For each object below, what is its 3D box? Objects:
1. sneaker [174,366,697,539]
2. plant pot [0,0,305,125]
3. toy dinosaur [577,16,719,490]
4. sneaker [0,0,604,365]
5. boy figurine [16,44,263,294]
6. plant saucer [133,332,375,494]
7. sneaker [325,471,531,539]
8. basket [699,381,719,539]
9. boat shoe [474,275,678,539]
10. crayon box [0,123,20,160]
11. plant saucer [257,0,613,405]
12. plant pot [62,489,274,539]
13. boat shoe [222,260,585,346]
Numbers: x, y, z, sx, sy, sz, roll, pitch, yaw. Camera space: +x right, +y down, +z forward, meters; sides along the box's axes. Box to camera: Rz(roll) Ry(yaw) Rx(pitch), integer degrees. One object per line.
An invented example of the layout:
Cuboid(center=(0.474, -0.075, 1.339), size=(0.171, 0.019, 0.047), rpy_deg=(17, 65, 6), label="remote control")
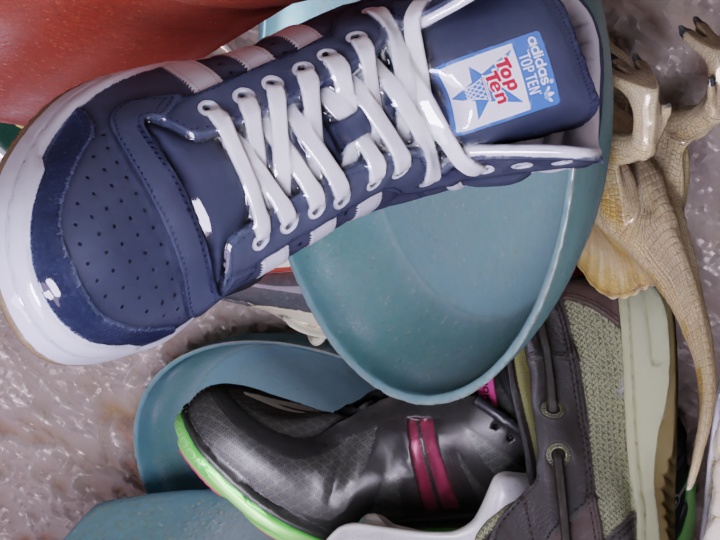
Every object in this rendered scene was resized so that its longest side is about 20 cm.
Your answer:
Cuboid(center=(0.030, 0.063, 1.035), size=(0.198, 0.077, 0.084), rpy_deg=(9, 113, -7), label="sneaker")
Cuboid(center=(-0.072, -0.145, 0.841), size=(0.201, 0.201, 0.195), rpy_deg=(42, 148, -10), label="plant pot")
Cuboid(center=(0.089, -0.029, 0.898), size=(0.200, 0.058, 0.102), rpy_deg=(-124, 35, -44), label="toy dinosaur")
Cuboid(center=(-0.007, -0.036, 0.742), size=(0.108, 0.200, 0.071), rpy_deg=(-12, 101, 35), label="sneaker")
Cuboid(center=(-0.108, -0.075, 0.967), size=(0.200, 0.124, 0.065), rpy_deg=(49, 141, 24), label="boy figurine")
Cuboid(center=(-0.001, 0.096, 1.152), size=(0.199, 0.027, 0.201), rpy_deg=(19, 139, 17), label="plant saucer")
Cuboid(center=(-0.005, 0.133, 0.995), size=(0.199, 0.070, 0.081), rpy_deg=(-24, 89, 9), label="sneaker")
Cuboid(center=(0.172, 0.120, 0.913), size=(0.134, 0.124, 0.200), rpy_deg=(10, 160, 9), label="basket")
Cuboid(center=(0.070, 0.092, 0.917), size=(0.065, 0.202, 0.072), rpy_deg=(3, 153, 2), label="boat shoe")
Cuboid(center=(-0.219, -0.093, 1.087), size=(0.200, 0.051, 0.127), rpy_deg=(44, 139, -13), label="crayon box")
Cuboid(center=(0.027, -0.058, 0.899), size=(0.200, 0.036, 0.202), rpy_deg=(16, 108, 60), label="plant saucer")
Cuboid(center=(-0.062, 0.207, 1.143), size=(0.199, 0.196, 0.197), rpy_deg=(25, 141, 21), label="plant pot")
Cuboid(center=(0.000, 0.000, 1.021), size=(0.199, 0.071, 0.063), rpy_deg=(3, 128, 24), label="boat shoe")
